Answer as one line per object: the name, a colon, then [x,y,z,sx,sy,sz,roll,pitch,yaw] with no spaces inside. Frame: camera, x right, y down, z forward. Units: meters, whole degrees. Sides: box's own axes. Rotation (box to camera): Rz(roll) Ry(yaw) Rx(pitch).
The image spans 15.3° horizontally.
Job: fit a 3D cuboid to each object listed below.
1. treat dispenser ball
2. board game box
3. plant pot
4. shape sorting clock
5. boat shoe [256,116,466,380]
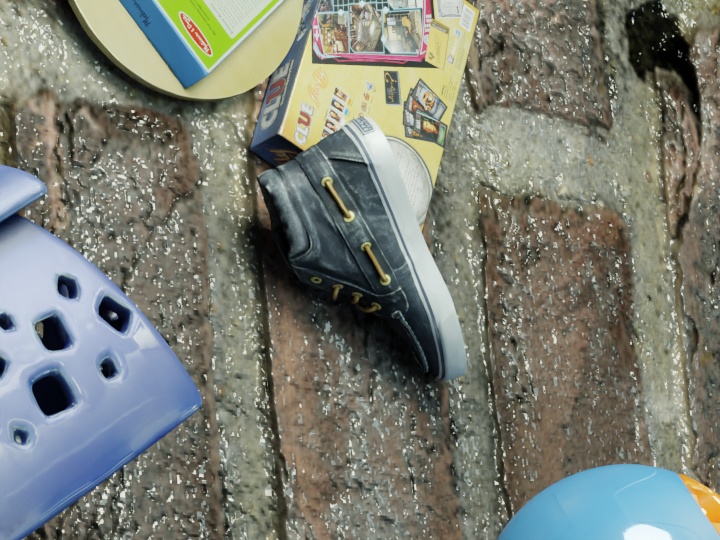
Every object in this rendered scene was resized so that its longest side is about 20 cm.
treat dispenser ball: [0.177,0.228,1.764,0.200,0.201,0.202,17,63,-37]
board game box: [0.006,-0.135,1.870,0.135,0.035,0.201,35,53,-27]
plant pot: [-0.241,0.063,1.451,0.200,0.200,0.180,-37,100,-43]
shape sorting clock: [-0.121,-0.209,1.781,0.200,0.039,0.201,16,64,-38]
boat shoe: [0.000,0.000,1.797,0.091,0.071,0.201,-26,114,-8]
